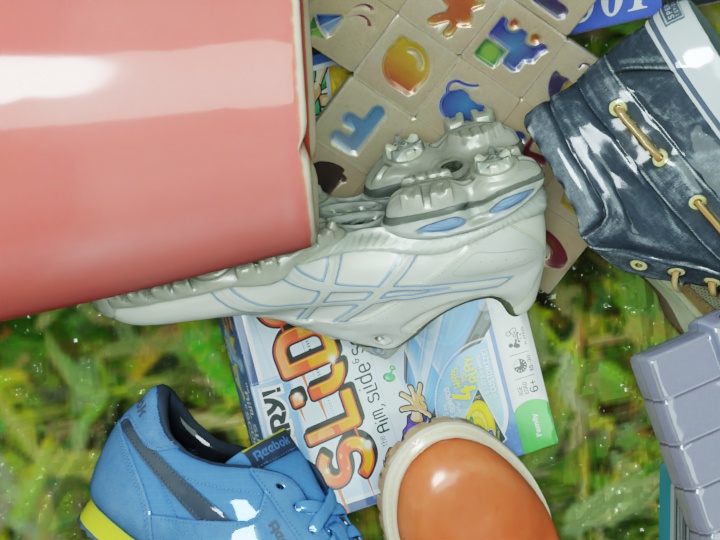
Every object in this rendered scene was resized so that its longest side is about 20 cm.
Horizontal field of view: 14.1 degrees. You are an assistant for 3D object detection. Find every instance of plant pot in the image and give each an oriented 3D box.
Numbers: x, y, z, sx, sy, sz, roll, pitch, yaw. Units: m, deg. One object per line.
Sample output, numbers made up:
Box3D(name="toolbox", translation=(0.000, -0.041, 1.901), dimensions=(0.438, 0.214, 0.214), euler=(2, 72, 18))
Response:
Box3D(name="plant pot", translation=(-0.108, -0.075, 1.149), dimensions=(0.176, 0.200, 0.202), euler=(-4, 96, 1))

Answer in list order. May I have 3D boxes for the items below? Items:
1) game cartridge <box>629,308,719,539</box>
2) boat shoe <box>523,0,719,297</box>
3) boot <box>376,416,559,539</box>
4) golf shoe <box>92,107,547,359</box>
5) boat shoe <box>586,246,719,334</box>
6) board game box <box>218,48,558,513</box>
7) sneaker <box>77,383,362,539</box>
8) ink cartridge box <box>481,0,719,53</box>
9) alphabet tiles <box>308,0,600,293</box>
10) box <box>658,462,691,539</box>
Box3D(name="game cartridge", translation=(0.228, 0.058, 1.297), dimensions=(0.199, 0.038, 0.130), euler=(-22, 101, -16))
Box3D(name="boat shoe", translation=(0.156, -0.012, 1.240), dimensions=(0.091, 0.071, 0.201), euler=(-33, 99, 14))
Box3D(name="boot", translation=(0.076, 0.158, 1.283), dimensions=(0.075, 0.107, 0.201), euler=(-30, 113, -8))
Box3D(name="golf shoe", translation=(-0.014, 0.006, 1.236), dimensions=(0.199, 0.078, 0.098), euler=(-13, 123, 1))
Box3D(name="boat shoe", translation=(0.144, -0.033, 1.312), dimensions=(0.200, 0.076, 0.072), euler=(39, 57, -22))
Box3D(name="board game box", translation=(0.000, 0.000, 1.298), dimensions=(0.135, 0.034, 0.201), euler=(-18, 99, -16))
Box3D(name="sneaker", translation=(-0.027, 0.120, 1.239), dimensions=(0.199, 0.066, 0.079), euler=(31, 101, 17))
Box3D(name="ink cartridge box", translation=(0.125, -0.161, 1.302), dimensions=(0.199, 0.044, 0.095), euler=(-14, 99, -27))
Box3D(name="alphabet tiles", translation=(0.032, -0.079, 1.245), dimensions=(0.199, 0.008, 0.167), euler=(33, 108, -17))
Box3D(name="box", translation=(0.246, 0.115, 1.363), dimensions=(0.199, 0.082, 0.050), euler=(-1, 94, -18))
